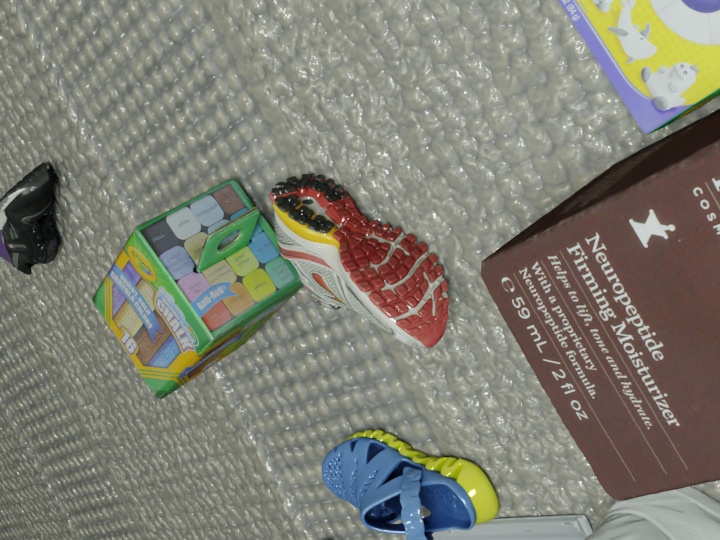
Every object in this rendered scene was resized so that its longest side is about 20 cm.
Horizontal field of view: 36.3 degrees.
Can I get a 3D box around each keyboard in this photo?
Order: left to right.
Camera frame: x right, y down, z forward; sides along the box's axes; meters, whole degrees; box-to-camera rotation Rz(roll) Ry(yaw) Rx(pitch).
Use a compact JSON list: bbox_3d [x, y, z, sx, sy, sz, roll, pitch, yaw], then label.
[{"bbox_3d":[0.137,0.247,0.982,0.199,0.011,0.057,-19,104,52],"label":"keyboard"}]

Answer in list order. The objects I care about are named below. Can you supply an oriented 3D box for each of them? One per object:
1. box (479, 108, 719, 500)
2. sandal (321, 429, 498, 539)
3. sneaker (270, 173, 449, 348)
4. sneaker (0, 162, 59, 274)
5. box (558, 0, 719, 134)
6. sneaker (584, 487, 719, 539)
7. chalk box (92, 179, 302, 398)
[{"bbox_3d":[0.210,0.003,0.614,0.200,0.164,0.167,-30,92,52],"label":"box"},{"bbox_3d":[0.027,0.204,1.011,0.199,0.087,0.080,1,117,49],"label":"sandal"},{"bbox_3d":[0.000,0.000,0.924,0.200,0.077,0.083,43,144,33],"label":"sneaker"},{"bbox_3d":[-0.387,-0.058,1.317,0.088,0.076,0.200,46,146,-8],"label":"sneaker"},{"bbox_3d":[0.205,-0.172,0.600,0.118,0.048,0.200,56,140,2],"label":"box"},{"bbox_3d":[0.249,0.222,0.757,0.199,0.115,0.074,20,127,36],"label":"sneaker"},{"bbox_3d":[-0.146,0.010,1.028,0.124,0.124,0.200,55,143,5],"label":"chalk box"}]
